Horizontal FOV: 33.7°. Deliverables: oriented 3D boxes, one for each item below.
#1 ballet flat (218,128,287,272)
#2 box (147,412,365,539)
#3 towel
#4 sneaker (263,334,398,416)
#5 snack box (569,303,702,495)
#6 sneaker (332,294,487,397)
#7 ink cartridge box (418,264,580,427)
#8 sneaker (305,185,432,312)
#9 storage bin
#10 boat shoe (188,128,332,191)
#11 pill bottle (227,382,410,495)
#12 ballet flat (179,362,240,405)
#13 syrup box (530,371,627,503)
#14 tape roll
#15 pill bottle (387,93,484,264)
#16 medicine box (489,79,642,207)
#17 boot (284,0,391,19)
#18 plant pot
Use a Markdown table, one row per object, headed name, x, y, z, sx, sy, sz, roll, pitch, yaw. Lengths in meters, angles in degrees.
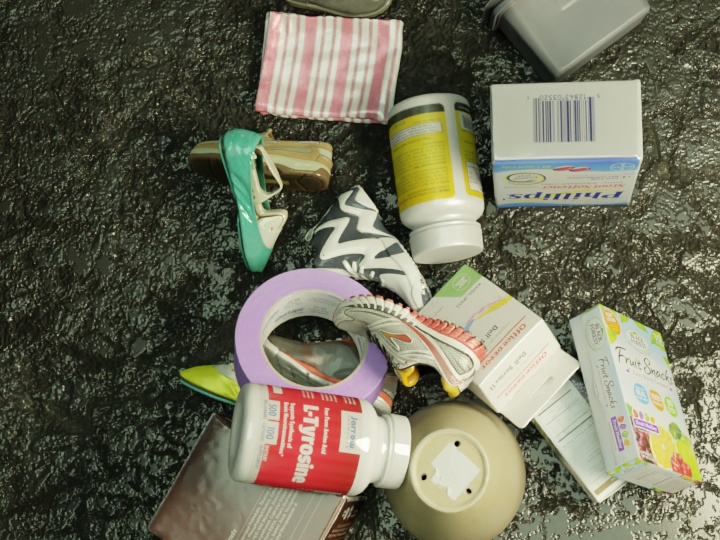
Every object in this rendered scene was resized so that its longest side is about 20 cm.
| name | x | y | z | sx | sy | sz | roll | pitch | yaw |
| --- | --- | --- | --- | --- | --- | --- | --- | --- | --- |
| ballet flat | -0.134 | -0.089 | 1.571 | 0.069 | 0.067 | 0.203 | -4 | 112 | 18 |
| box | -0.124 | 0.303 | 1.485 | 0.198 | 0.166 | 0.166 | 30 | 86 | 12 |
| towel | -0.044 | -0.283 | 1.651 | 0.196 | 0.030 | 0.149 | 6 | 84 | 10 |
| sneaker | -0.039 | 0.122 | 1.566 | 0.197 | 0.077 | 0.083 | 25 | 65 | 7 |
| snack box | 0.330 | 0.155 | 1.429 | 0.053 | 0.141 | 0.203 | -31 | 52 | 33 |
| sneaker | 0.049 | 0.088 | 1.423 | 0.198 | 0.078 | 0.083 | 20 | 74 | 27 |
| ink cartridge box | 0.162 | 0.091 | 1.467 | 0.117 | 0.067 | 0.200 | -45 | 43 | -7 |
| sneaker | 0.000 | 0.000 | 1.569 | 0.129 | 0.079 | 0.200 | -35 | 76 | 2 |
| storage bin | 0.281 | -0.348 | 1.570 | 0.199 | 0.146 | 0.135 | -36 | 86 | 0 |
| boat shoe | -0.134 | -0.158 | 1.633 | 0.196 | 0.072 | 0.077 | 9 | 66 | 3 |
| pill bottle | -0.047 | 0.198 | 1.369 | 0.196 | 0.112 | 0.114 | 9 | 80 | -13 |
| ballet flat | -0.140 | 0.158 | 1.566 | 0.198 | 0.067 | 0.068 | 27 | 92 | 6 |
| syrup box | 0.265 | 0.188 | 1.492 | 0.081 | 0.079 | 0.201 | -38 | 76 | 0 |
| tape roll | -0.061 | 0.100 | 1.497 | 0.196 | 0.066 | 0.203 | 3 | 58 | -5 |
| pill bottle | 0.101 | -0.118 | 1.558 | 0.112 | 0.114 | 0.204 | -8 | 78 | 7 |
| medicine box | 0.256 | -0.155 | 1.497 | 0.179 | 0.200 | 0.105 | -1 | 77 | 8 |
| boot | -0.055 | -0.401 | 1.591 | 0.178 | 0.200 | 0.074 | 2 | 80 | 9 |
| plant pot | 0.112 | 0.244 | 1.440 | 0.184 | 0.200 | 0.191 | -1 | 79 | 5 |
